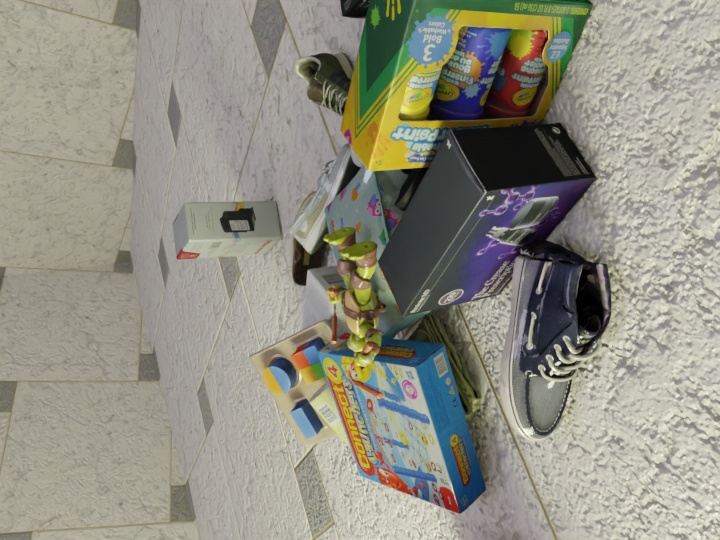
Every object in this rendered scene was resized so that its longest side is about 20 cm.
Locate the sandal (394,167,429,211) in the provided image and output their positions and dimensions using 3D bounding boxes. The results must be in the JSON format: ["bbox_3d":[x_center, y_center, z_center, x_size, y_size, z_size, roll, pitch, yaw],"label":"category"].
[{"bbox_3d":[0.069,-0.133,0.750,0.045,0.201,0.076,34,124,-1],"label":"sandal"}]

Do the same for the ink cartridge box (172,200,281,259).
[{"bbox_3d":[-0.283,-0.085,1.419,0.145,0.196,0.085,-30,68,61],"label":"ink cartridge box"}]

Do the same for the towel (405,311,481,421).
[{"bbox_3d":[0.089,0.164,0.911,0.150,0.036,0.201,66,148,28],"label":"towel"}]

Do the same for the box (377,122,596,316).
[{"bbox_3d":[0.119,-0.048,0.684,0.080,0.138,0.201,67,150,28],"label":"box"}]

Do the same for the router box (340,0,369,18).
[{"bbox_3d":[0.030,-0.435,0.854,0.199,0.061,0.154,-11,87,64],"label":"router box"}]

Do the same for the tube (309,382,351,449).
[{"bbox_3d":[0.002,0.260,1.034,0.201,0.052,0.058,50,-169,-1],"label":"tube"}]

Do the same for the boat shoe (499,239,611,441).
[{"bbox_3d":[0.188,0.077,0.646,0.092,0.073,0.205,-159,66,-69],"label":"boat shoe"}]

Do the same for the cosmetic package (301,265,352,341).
[{"bbox_3d":[-0.048,0.106,1.133,0.101,0.070,0.204,46,135,48],"label":"cosmetic package"}]

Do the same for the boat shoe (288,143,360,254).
[{"bbox_3d":[-0.057,-0.118,1.059,0.064,0.074,0.204,36,129,10],"label":"boat shoe"}]

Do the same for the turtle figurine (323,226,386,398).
[{"bbox_3d":[0.000,0.042,0.794,0.201,0.063,0.165,-119,22,-60],"label":"turtle figurine"}]

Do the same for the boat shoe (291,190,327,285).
[{"bbox_3d":[-0.093,-0.069,1.194,0.077,0.070,0.202,-102,24,-45],"label":"boat shoe"}]

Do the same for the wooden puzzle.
[{"bbox_3d":[-0.080,0.195,1.094,0.198,0.046,0.188,-26,99,35],"label":"wooden puzzle"}]

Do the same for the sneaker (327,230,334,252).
[{"bbox_3d":[0.000,0.000,1.025,0.090,0.075,0.202,89,164,-52],"label":"sneaker"}]

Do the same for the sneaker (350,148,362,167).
[{"bbox_3d":[0.028,-0.178,0.876,0.075,0.087,0.199,53,154,-5],"label":"sneaker"}]

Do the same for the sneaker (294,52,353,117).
[{"bbox_3d":[-0.038,-0.259,1.003,0.202,0.088,0.068,61,145,36],"label":"sneaker"}]

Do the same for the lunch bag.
[{"bbox_3d":[0.043,-0.025,0.865,0.170,0.119,0.205,-40,58,58],"label":"lunch bag"}]

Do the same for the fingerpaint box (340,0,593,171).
[{"bbox_3d":[0.096,-0.187,0.632,0.074,0.196,0.169,57,143,39],"label":"fingerpaint box"}]

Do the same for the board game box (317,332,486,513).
[{"bbox_3d":[0.049,0.189,0.866,0.194,0.055,0.204,-1,112,51],"label":"board game box"}]
